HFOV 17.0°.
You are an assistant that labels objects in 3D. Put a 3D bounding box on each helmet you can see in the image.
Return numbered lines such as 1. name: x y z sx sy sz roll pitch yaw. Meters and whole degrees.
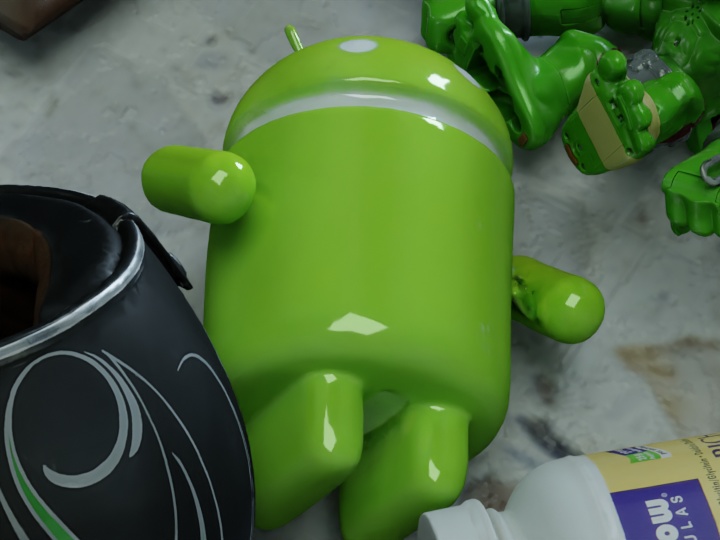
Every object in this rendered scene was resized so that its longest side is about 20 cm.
1. helmet: -0.133 0.087 0.817 0.198 0.192 0.200 -6 25 3

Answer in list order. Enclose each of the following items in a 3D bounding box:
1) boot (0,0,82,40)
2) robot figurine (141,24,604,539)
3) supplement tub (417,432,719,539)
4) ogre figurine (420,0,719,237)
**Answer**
1. boot: -0.075 -0.141 1.008 0.199 0.065 0.186 -31 49 -20
2. robot figurine: 0.000 0.000 0.906 0.174 0.116 0.201 17 57 -21
3. supplement tub: 0.127 0.127 0.821 0.198 0.146 0.146 -9 61 -6
4. ogre figurine: 0.120 -0.084 0.966 0.119 0.200 0.099 -23 107 -24
